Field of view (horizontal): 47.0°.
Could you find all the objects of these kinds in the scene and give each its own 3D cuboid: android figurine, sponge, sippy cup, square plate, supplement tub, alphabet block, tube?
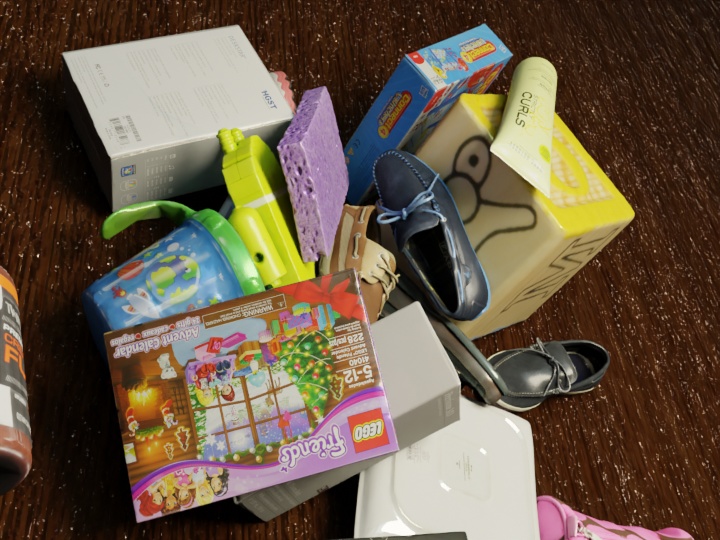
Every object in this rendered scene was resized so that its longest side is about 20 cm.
[{"bbox_3d":[-0.083,-0.041,0.787,0.182,0.040,0.204,-72,139,-78],"label":"android figurine"},{"bbox_3d":[-0.044,-0.103,0.829,0.029,0.114,0.201,-8,25,9],"label":"sponge"},{"bbox_3d":[-0.162,0.035,0.712,0.129,0.142,0.177,-27,40,-27],"label":"sippy cup"},{"bbox_3d":[0.090,0.189,0.762,0.195,0.029,0.203,24,42,-17],"label":"square plate"},{"bbox_3d":[-0.302,0.061,0.604,0.105,0.107,0.204,2,54,-33],"label":"supplement tub"},{"bbox_3d":[0.157,-0.062,0.954,0.194,0.200,0.197,-14,63,-49],"label":"alphabet block"},{"bbox_3d":[0.175,-0.154,0.856,0.056,0.053,0.202,4,40,15],"label":"tube"}]

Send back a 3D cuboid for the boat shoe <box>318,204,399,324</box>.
[{"bbox_3d":[0.000,0.000,0.834,0.076,0.072,0.203,64,11,-45],"label":"boat shoe"}]

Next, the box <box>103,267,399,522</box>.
[{"bbox_3d":[-0.081,0.091,0.616,0.195,0.039,0.140,-15,78,-3],"label":"box"}]

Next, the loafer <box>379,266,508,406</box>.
[{"bbox_3d":[0.072,0.077,0.865,0.200,0.063,0.072,47,-4,37],"label":"loafer"}]

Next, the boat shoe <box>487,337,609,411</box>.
[{"bbox_3d":[0.216,0.115,0.963,0.196,0.062,0.076,-2,57,-35],"label":"boat shoe"}]

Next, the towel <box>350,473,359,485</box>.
[{"bbox_3d":[0.069,0.198,0.797,0.198,0.049,0.112,36,41,-2],"label":"towel"}]

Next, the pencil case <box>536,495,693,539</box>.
[{"bbox_3d":[0.254,0.283,0.823,0.196,0.094,0.092,17,47,-24],"label":"pencil case"}]

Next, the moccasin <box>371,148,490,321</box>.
[{"bbox_3d":[0.071,-0.043,0.856,0.068,0.080,0.202,-9,61,-57],"label":"moccasin"}]

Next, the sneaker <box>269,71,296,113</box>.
[{"bbox_3d":[-0.110,-0.157,0.964,0.085,0.075,0.202,-6,45,-20],"label":"sneaker"}]

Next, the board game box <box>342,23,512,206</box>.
[{"bbox_3d":[0.073,-0.191,1.019,0.056,0.201,0.195,46,43,9],"label":"board game box"}]

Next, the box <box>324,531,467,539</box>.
[{"bbox_3d":[-0.022,0.276,0.589,0.196,0.149,0.127,7,51,-30],"label":"box"}]

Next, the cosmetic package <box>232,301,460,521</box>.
[{"bbox_3d":[-0.017,0.120,0.689,0.196,0.107,0.092,-25,64,-2],"label":"cosmetic package"}]

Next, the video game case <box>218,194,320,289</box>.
[{"bbox_3d":[-0.078,-0.009,0.887,0.180,0.023,0.202,30,43,-10],"label":"video game case"}]

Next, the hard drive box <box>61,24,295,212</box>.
[{"bbox_3d":[-0.187,-0.163,0.856,0.196,0.078,0.158,-17,58,-26],"label":"hard drive box"}]
